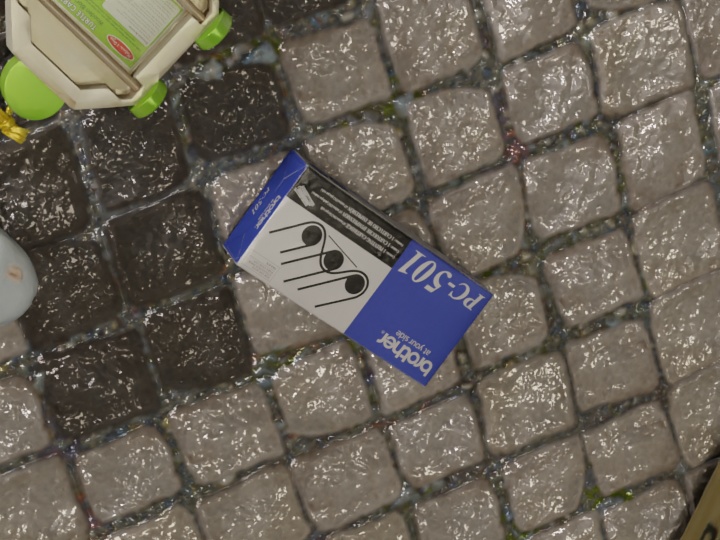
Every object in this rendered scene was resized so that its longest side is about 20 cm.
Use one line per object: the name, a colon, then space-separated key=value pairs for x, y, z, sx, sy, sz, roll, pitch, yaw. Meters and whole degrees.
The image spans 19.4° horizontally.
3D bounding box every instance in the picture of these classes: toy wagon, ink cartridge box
toy wagon: x=-0.193 y=-0.178 z=1.498 sx=0.200 sy=0.040 sz=0.155 roll=-46 pitch=118 yaw=1
ink cartridge box: x=0.000 y=0.000 z=1.637 sx=0.199 sy=0.044 sz=0.094 roll=33 pitch=97 yaw=-28

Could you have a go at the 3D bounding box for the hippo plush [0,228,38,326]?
hippo plush: x=-0.320 y=0.007 z=1.485 sx=0.160 sy=0.160 sz=0.200 roll=-33 pitch=77 yaw=-26

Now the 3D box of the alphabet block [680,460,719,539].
alphabet block: x=0.395 y=0.276 z=1.803 sx=0.194 sy=0.196 sz=0.201 roll=18 pitch=103 yaw=-24
